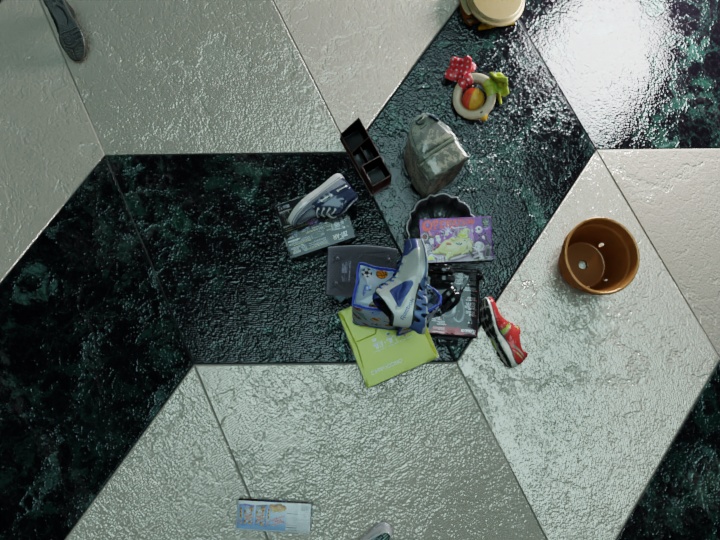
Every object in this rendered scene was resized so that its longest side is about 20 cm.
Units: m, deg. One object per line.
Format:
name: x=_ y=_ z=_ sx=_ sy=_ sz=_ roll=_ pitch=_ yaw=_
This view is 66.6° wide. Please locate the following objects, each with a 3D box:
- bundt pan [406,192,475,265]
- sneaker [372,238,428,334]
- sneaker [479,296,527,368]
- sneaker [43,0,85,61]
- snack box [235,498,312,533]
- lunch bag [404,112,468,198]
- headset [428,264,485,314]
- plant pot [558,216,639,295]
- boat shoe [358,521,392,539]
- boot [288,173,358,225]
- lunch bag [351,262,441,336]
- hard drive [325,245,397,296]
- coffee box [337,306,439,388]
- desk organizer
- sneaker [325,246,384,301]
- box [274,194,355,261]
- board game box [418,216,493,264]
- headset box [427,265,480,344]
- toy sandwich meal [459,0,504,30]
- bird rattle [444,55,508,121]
bundt pan: x=0.222 y=-0.107 z=1.533 sx=0.196 sy=0.076 sz=0.207 roll=0 pitch=81 yaw=1
sneaker: x=0.080 y=0.029 z=1.139 sx=0.112 sy=0.081 sz=0.204 roll=2 pitch=70 yaw=-3
sneaker: x=0.391 y=0.161 z=1.495 sx=0.083 sy=0.077 sz=0.204 roll=-23 pitch=87 yaw=-15
sneaker: x=-0.884 y=-0.737 z=1.660 sx=0.075 sy=0.114 sz=0.203 roll=-24 pitch=108 yaw=-9
snack box: x=-0.225 y=0.640 z=1.430 sx=0.194 sy=0.024 sz=0.074 roll=3 pitch=81 yaw=1
lunch bag: x=0.190 y=-0.320 z=1.509 sx=0.138 sy=0.200 sz=0.169 roll=-34 pitch=82 yaw=-6
headset: x=0.230 y=0.042 z=1.445 sx=0.196 sy=0.094 sz=0.126 roll=-19 pitch=83 yaw=13
plant pot: x=0.625 y=-0.026 z=1.484 sx=0.195 sy=0.140 sz=0.206 roll=0 pitch=79 yaw=0
boat shoe: x=0.002 y=0.724 z=1.392 sx=0.073 sy=0.067 sz=0.201 roll=41 pitch=83 yaw=7
boot: x=-0.101 y=-0.173 z=1.503 sx=0.199 sy=0.073 sz=0.090 roll=-42 pitch=76 yaw=-8
lunch bag: x=0.080 y=0.076 z=1.254 sx=0.195 sy=0.170 sz=0.127 roll=9 pitch=73 yaw=1
hard drive: x=0.000 y=0.000 z=1.465 sx=0.195 sy=0.042 sz=0.139 roll=0 pitch=98 yaw=-19
coffee box: x=0.068 y=0.173 z=1.423 sx=0.196 sy=0.198 sz=0.204 roll=-22 pitch=80 yaw=-3
desk organizer: x=0.014 y=-0.327 z=1.573 sx=0.071 sy=0.077 sz=0.203 roll=-28 pitch=81 yaw=-5
sneaker: x=-0.001 y=0.012 z=1.528 sx=0.198 sy=0.074 sz=0.083 roll=-34 pitch=111 yaw=-10
box: x=-0.128 y=-0.135 z=1.557 sx=0.196 sy=0.044 sz=0.164 roll=-19 pitch=80 yaw=-3
board game box: x=0.257 y=-0.080 z=1.478 sx=0.194 sy=0.032 sz=0.123 roll=-3 pitch=76 yaw=0
headset box: x=0.245 y=0.098 z=1.497 sx=0.145 sy=0.077 sz=0.206 roll=3 pitch=81 yaw=2
toy sandwich meal: x=0.397 y=-0.812 z=1.665 sx=0.199 sy=0.070 sz=0.211 roll=1 pitch=78 yaw=-4
bird rattle: x=0.332 y=-0.528 z=1.600 sx=0.196 sy=0.113 sz=0.167 roll=20 pitch=97 yaw=7
